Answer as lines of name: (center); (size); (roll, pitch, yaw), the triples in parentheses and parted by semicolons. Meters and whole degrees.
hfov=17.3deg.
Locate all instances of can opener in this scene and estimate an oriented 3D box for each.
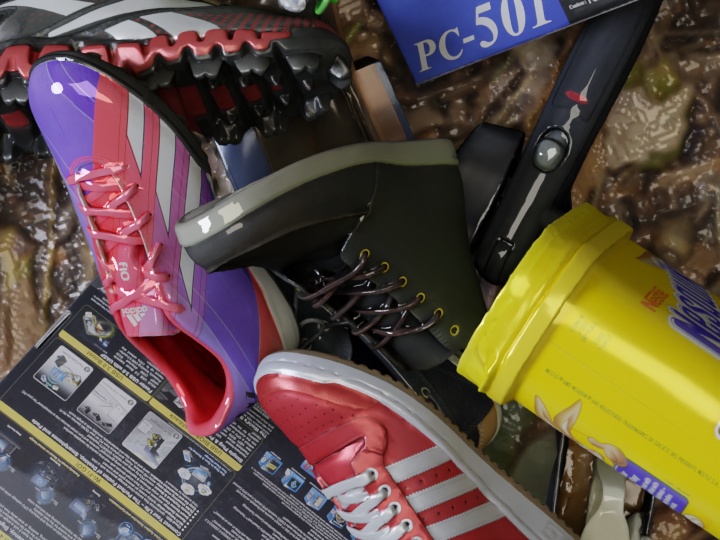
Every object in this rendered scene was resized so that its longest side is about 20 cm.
can opener: (0.106, -0.082, 1.203); (0.079, 0.063, 0.200); (31, 90, 0)

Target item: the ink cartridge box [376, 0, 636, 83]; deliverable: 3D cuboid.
ink cartridge box: (0.098, -0.171, 1.161); (0.200, 0.044, 0.094); (-19, 106, 28)

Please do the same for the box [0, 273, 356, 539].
box: (-0.096, 0.115, 1.155); (0.200, 0.049, 0.161); (37, 59, 4)

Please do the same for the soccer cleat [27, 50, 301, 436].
soccer cleat: (-0.099, -0.012, 1.106); (0.200, 0.068, 0.073); (58, 45, -28)

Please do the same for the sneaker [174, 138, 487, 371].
sneaker: (0.000, 0.000, 1.103); (0.075, 0.200, 0.106); (-22, 85, 36)

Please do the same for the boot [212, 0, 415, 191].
boot: (-0.056, -0.125, 1.197); (0.097, 0.075, 0.200); (-28, 92, -3)

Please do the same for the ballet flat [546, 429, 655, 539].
ballet flat: (0.129, 0.096, 1.202); (0.073, 0.073, 0.200); (11, 90, 0)

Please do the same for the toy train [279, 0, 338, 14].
toy train: (-0.006, -0.207, 1.157); (0.042, 0.056, 0.200); (22, 52, -8)

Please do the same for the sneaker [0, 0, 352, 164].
sneaker: (-0.102, -0.111, 1.153); (0.200, 0.071, 0.098); (-4, 55, 9)

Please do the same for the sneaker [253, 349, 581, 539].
sneaker: (0.016, 0.131, 1.114); (0.200, 0.071, 0.113); (38, 59, -16)

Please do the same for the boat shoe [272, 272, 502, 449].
boat shoe: (-0.019, 0.037, 1.194); (0.200, 0.062, 0.075); (37, 134, -3)

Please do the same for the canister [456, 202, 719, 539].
canister: (0.158, 0.061, 1.100); (0.200, 0.149, 0.087); (34, 105, 8)
